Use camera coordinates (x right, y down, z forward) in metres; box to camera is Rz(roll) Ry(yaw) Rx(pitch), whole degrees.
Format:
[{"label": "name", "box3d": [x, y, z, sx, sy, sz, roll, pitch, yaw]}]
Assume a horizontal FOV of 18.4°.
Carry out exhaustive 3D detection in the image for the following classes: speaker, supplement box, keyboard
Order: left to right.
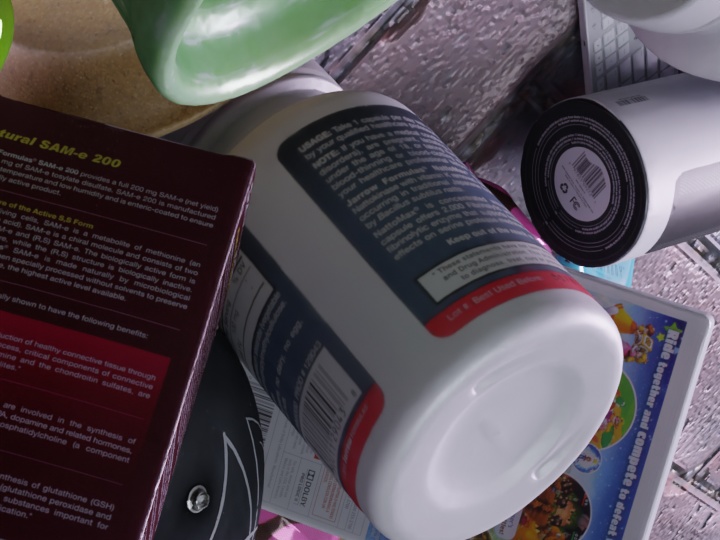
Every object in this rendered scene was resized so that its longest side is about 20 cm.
[{"label": "supplement box", "box3d": [-0.111, 0.040, 0.743, 0.061, 0.108, 0.201, 105, 1, -53]}, {"label": "keyboard", "box3d": [0.135, -0.086, 1.094, 0.056, 0.011, 0.201, -33, 145, -14]}, {"label": "speaker", "box3d": [0.172, -0.060, 1.085, 0.199, 0.081, 0.082, -15, 138, -42]}]

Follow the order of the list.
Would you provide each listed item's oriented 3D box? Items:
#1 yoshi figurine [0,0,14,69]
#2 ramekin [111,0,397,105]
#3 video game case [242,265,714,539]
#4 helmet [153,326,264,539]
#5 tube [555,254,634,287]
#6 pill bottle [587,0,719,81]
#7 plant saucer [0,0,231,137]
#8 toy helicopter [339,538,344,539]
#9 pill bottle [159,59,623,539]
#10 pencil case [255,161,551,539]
[{"label": "yoshi figurine", "box3d": [-0.190, -0.058, 0.700, 0.199, 0.113, 0.112, -38, 146, 2]}, {"label": "ramekin", "box3d": [-0.012, -0.151, 0.676, 0.200, 0.098, 0.200, -39, 173, -6]}, {"label": "video game case", "box3d": [0.038, 0.057, 0.964, 0.018, 0.198, 0.144, -10, 117, -73]}, {"label": "helmet", "box3d": [-0.134, 0.087, 0.857, 0.189, 0.201, 0.201, -1, 131, -26]}, {"label": "tube", "box3d": [0.103, 0.072, 1.128, 0.077, 0.050, 0.202, 25, 76, -61]}, {"label": "pill bottle", "box3d": [0.180, -0.139, 0.979, 0.199, 0.120, 0.120, 5, 125, -50]}, {"label": "plant saucer", "box3d": [-0.079, -0.133, 0.803, 0.199, 0.035, 0.201, -27, 143, -22]}, {"label": "toy helicopter", "box3d": [0.021, 0.071, 1.119, 0.131, 0.079, 0.201, 2, 117, -35]}, {"label": "pill bottle", "box3d": [0.000, 0.000, 0.882, 0.119, 0.200, 0.120, -26, 144, -21]}, {"label": "pencil case", "box3d": [0.002, 0.036, 1.031, 0.200, 0.091, 0.094, -50, -171, 13]}]
